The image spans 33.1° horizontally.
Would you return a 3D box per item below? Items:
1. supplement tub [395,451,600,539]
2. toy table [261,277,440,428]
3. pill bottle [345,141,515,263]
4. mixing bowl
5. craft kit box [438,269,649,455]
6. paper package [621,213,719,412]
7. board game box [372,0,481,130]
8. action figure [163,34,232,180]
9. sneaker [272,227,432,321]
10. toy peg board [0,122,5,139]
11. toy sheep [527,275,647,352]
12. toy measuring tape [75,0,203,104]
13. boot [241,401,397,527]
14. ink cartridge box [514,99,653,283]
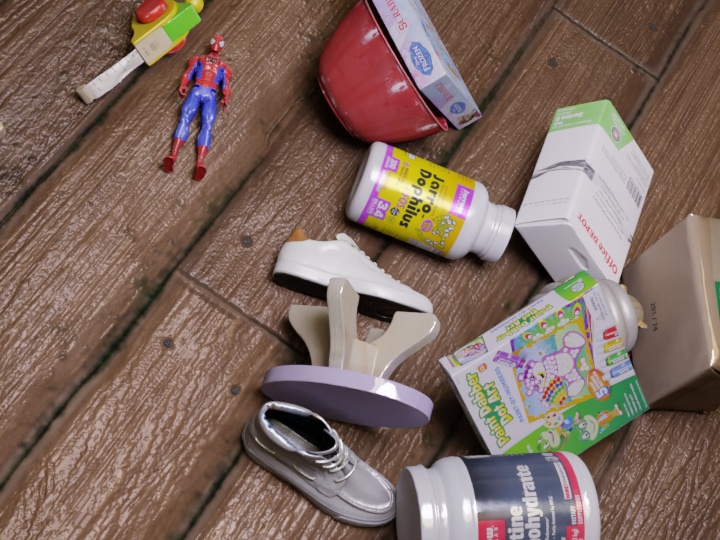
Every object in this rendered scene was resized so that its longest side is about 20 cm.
[{"bbox_3d":[0.149,0.272,1.326,0.199,0.140,0.141,-1,67,-11],"label":"supplement tub"},{"bbox_3d":[-0.005,0.100,1.370,0.199,0.184,0.118,9,66,13],"label":"toy table"},{"bbox_3d":[0.089,-0.079,1.509,0.199,0.104,0.105,21,62,-6],"label":"pill bottle"},{"bbox_3d":[0.015,-0.235,1.529,0.108,0.200,0.201,-31,75,11],"label":"mixing bowl"},{"bbox_3d":[0.213,0.131,1.387,0.197,0.049,0.200,-31,120,-3],"label":"craft kit box"},{"bbox_3d":[0.415,0.057,1.496,0.103,0.191,0.201,4,66,-14],"label":"paper package"},{"bbox_3d":[0.075,-0.296,1.561,0.041,0.200,0.200,-29,73,12],"label":"board game box"},{"bbox_3d":[-0.198,-0.213,1.519,0.065,0.052,0.201,12,61,-7],"label":"action figure"},{"bbox_3d":[0.000,0.000,1.464,0.199,0.073,0.085,20,65,-6],"label":"sneaker"},{"bbox_3d":[-0.536,-0.152,1.378,0.199,0.098,0.200,-43,83,-12],"label":"toy peg board"},{"bbox_3d":[0.260,0.071,1.476,0.199,0.138,0.138,-16,72,-22],"label":"toy sheep"},{"bbox_3d":[-0.281,-0.286,1.526,0.200,0.074,0.074,-40,82,-10],"label":"toy measuring tape"},{"bbox_3d":[-0.037,0.216,1.343,0.199,0.096,0.074,28,62,-3],"label":"boot"},{"bbox_3d":[0.288,-0.092,1.546,0.146,0.084,0.200,49,53,-35],"label":"ink cartridge box"}]
